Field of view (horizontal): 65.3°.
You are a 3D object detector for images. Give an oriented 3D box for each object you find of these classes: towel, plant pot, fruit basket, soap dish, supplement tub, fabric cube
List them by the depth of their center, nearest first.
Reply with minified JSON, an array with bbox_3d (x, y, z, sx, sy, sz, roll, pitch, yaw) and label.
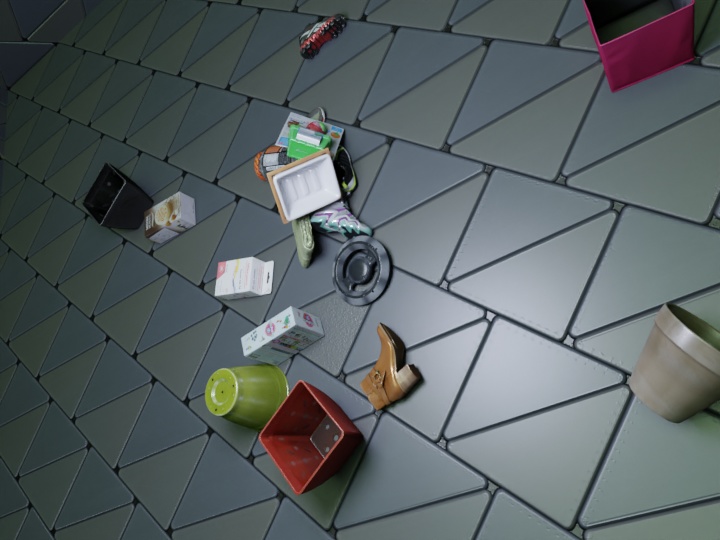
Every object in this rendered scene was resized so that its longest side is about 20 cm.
[{"bbox_3d":[0.627,0.193,1.092,0.200,0.198,0.175,45,116,34],"label":"plant pot"},{"bbox_3d":[0.642,-0.583,1.303,0.193,0.198,0.204,-19,66,27],"label":"fabric cube"},{"bbox_3d":[-0.110,0.439,1.480,0.200,0.175,0.201,42,99,35],"label":"plant pot"},{"bbox_3d":[-0.164,-0.250,1.635,0.197,0.160,0.081,-26,30,-15],"label":"soap dish"},{"bbox_3d":[-0.343,0.362,1.644,0.197,0.192,0.205,-11,69,29],"label":"plant pot"},{"bbox_3d":[-0.151,-0.420,1.736,0.182,0.094,0.202,17,49,-3],"label":"fruit basket"},{"bbox_3d":[-0.182,-0.124,1.738,0.036,0.149,0.203,-8,67,-16],"label":"towel"},{"bbox_3d":[-0.245,-0.350,1.847,0.197,0.122,0.125,2,76,33],"label":"supplement tub"},{"bbox_3d":[-0.957,-0.278,2.250,0.199,0.177,0.201,36,95,34],"label":"plant pot"}]

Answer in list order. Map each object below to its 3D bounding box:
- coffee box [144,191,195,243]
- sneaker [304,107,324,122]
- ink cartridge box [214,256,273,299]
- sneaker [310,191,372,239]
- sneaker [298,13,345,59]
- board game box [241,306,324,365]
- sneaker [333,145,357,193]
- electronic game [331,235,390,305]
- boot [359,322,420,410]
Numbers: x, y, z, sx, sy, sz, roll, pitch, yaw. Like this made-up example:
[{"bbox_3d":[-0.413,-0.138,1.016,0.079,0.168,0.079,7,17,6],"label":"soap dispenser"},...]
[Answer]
[{"bbox_3d":[-0.724,-0.198,2.133,0.197,0.079,0.116,-23,64,25],"label":"coffee box"},{"bbox_3d":[-0.201,-0.470,1.880,0.200,0.082,0.077,-47,56,12],"label":"sneaker"},{"bbox_3d":[-0.383,0.025,1.851,0.197,0.067,0.119,-8,71,30],"label":"ink cartridge box"},{"bbox_3d":[-0.043,-0.176,1.693,0.196,0.078,0.142,15,63,15],"label":"sneaker"},{"bbox_3d":[-0.141,-0.836,1.963,0.199,0.070,0.099,-33,62,22],"label":"sneaker"},{"bbox_3d":[-0.227,0.196,1.650,0.198,0.147,0.065,-32,58,20],"label":"board game box"},{"bbox_3d":[-0.067,-0.331,1.750,0.071,0.082,0.202,-36,59,17],"label":"sneaker"},{"bbox_3d":[0.000,0.000,1.628,0.197,0.041,0.204,-5,80,31],"label":"electronic game"},{"bbox_3d":[0.055,0.255,1.498,0.154,0.073,0.202,-42,55,19],"label":"boot"}]
